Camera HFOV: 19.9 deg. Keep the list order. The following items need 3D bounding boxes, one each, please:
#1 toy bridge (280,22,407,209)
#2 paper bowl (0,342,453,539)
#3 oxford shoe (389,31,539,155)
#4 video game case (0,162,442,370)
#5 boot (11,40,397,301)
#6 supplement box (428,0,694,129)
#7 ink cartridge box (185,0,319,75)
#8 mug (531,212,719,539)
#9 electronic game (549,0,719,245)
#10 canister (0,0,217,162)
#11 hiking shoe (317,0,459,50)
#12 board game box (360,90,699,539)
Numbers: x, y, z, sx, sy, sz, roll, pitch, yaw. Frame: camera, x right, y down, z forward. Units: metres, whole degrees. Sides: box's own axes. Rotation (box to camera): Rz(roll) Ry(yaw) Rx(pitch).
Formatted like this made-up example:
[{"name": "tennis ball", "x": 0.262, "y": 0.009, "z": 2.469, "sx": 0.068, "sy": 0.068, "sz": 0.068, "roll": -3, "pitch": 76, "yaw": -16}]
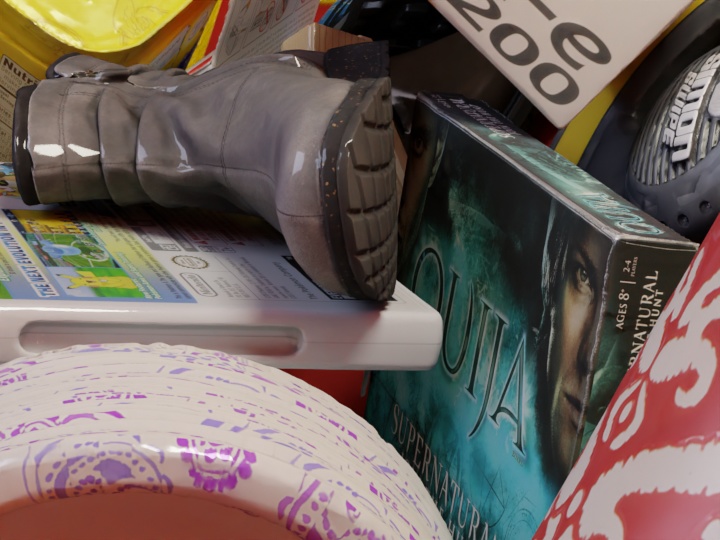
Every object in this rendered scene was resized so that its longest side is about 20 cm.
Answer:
[{"name": "toy bridge", "x": 0.000, "y": 0.000, "z": 0.800, "sx": 0.027, "sy": 0.067, "sz": 0.202, "roll": -26, "pitch": 57, "yaw": 51}, {"name": "paper bowl", "x": -0.065, "y": 0.114, "z": 0.606, "sx": 0.201, "sy": 0.200, "sz": 0.105, "roll": -47, "pitch": 19, "yaw": 17}, {"name": "oxford shoe", "x": 0.009, "y": -0.063, "z": 0.867, "sx": 0.200, "sy": 0.084, "sz": 0.073, "roll": -36, "pitch": 27, "yaw": 35}, {"name": "video game case", "x": -0.091, "y": -0.005, "z": 0.695, "sx": 0.200, "sy": 0.181, "sz": 0.022, "roll": -142, "pitch": 56, "yaw": -64}, {"name": "boot", "x": -0.054, "y": -0.034, "z": 0.677, "sx": 0.200, "sy": 0.130, "sz": 0.071, "roll": -90, "pitch": -2, "yaw": -79}, {"name": "supplement box", "x": 0.062, "y": -0.141, "z": 0.740, "sx": 0.074, "sy": 0.126, "sz": 0.200, "roll": -45, "pitch": 5, "yaw": 22}, {"name": "ink cartridge box", "x": -0.066, "y": -0.091, "z": 0.935, "sx": 0.161, "sy": 0.050, "sz": 0.201, "roll": -50, "pitch": -21, "yaw": -64}, {"name": "mug", "x": 0.092, "y": 0.091, "z": 0.420, "sx": 0.201, "sy": 0.133, "sz": 0.178, "roll": -57, "pitch": 20, "yaw": 4}, {"name": "electronic game", "x": 0.117, "y": -0.042, "z": 0.669, "sx": 0.200, "sy": 0.041, "sz": 0.201, "roll": -44, "pitch": 24, "yaw": 25}, {"name": "canister", "x": -0.131, "y": -0.095, "z": 0.943, "sx": 0.149, "sy": 0.086, "sz": 0.200, "roll": -51, "pitch": -3, "yaw": -38}, {"name": "hiking shoe", "x": 0.022, "y": -0.118, "z": 0.926, "sx": 0.200, "sy": 0.074, "sz": 0.087, "roll": -36, "pitch": 29, "yaw": 39}, {"name": "board game box", "x": 0.044, "y": 0.029, "z": 0.655, "sx": 0.200, "sy": 0.028, "sz": 0.137, "roll": -133, "pitch": 50, "yaw": -69}]
